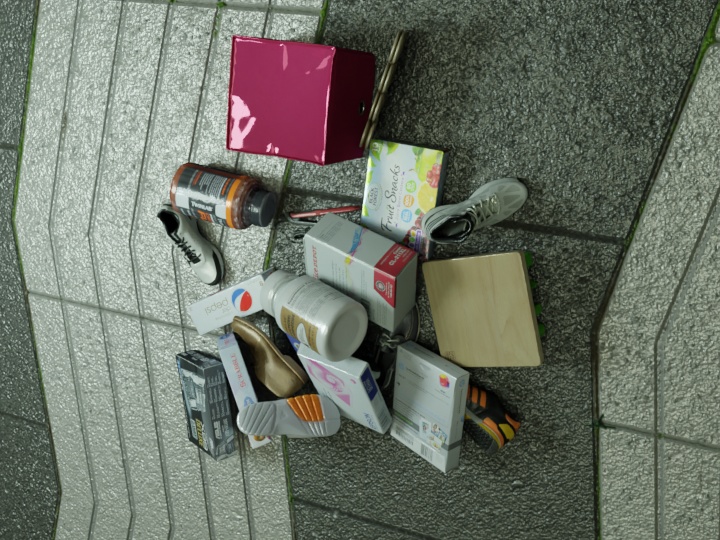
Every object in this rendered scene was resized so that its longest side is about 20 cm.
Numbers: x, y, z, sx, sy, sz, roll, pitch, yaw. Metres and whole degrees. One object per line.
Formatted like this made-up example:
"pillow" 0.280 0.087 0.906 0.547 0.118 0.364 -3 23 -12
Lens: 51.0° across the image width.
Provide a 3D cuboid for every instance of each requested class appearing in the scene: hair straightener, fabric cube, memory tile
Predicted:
"hair straightener" -0.087 -0.080 1.474 0.197 0.041 0.078 -4 101 21
"fabric cube" -0.103 -0.304 1.342 0.197 0.199 0.199 12 105 17
"memory tile" 0.041 -0.316 1.313 0.017 0.154 0.202 20 109 -1

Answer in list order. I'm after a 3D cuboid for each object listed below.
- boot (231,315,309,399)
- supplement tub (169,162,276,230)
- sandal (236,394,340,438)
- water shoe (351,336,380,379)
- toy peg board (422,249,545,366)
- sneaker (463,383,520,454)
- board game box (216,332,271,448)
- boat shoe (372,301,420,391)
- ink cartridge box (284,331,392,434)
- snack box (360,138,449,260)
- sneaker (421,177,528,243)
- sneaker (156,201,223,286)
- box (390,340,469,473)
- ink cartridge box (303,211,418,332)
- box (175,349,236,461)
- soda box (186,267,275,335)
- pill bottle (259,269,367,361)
"boot" -0.195 0.170 1.486 0.200 0.074 0.075 42 76 16
"supplement tub" -0.269 -0.143 1.492 0.197 0.107 0.109 15 107 17
"sandal" -0.140 0.282 1.449 0.204 0.059 0.080 4 72 -21
"water shoe" -0.018 0.119 1.451 0.079 0.071 0.200 -49 62 14
"toy peg board" 0.237 0.063 1.373 0.197 0.097 0.203 -6 100 37
"sneaker" 0.215 0.250 1.432 0.200 0.089 0.070 47 149 28
"board game box" -0.239 0.236 1.527 0.041 0.199 0.203 -19 97 -11
"boat shoe" 0.063 0.147 1.460 0.072 0.063 0.203 23 109 14
"ink cartridge box" -0.049 0.217 1.448 0.198 0.044 0.198 16 146 31
"snack box" 0.078 -0.133 1.394 0.140 0.053 0.203 12 107 19
"sneaker" 0.206 -0.091 1.301 0.198 0.116 0.076 -23 108 4
"sneaker" -0.357 -0.053 1.561 0.073 0.080 0.202 -31 92 22
"box" 0.127 0.255 1.425 0.155 0.041 0.203 26 122 44
"ink cartridge box" 0.000 0.000 1.391 0.198 0.083 0.147 27 142 23
"box" -0.329 0.283 1.602 0.157 0.049 0.203 11 110 55
"soda box" -0.256 0.064 1.559 0.198 0.064 0.069 -22 96 24
"pill bottle" -0.091 0.075 1.380 0.199 0.113 0.116 27 113 39
